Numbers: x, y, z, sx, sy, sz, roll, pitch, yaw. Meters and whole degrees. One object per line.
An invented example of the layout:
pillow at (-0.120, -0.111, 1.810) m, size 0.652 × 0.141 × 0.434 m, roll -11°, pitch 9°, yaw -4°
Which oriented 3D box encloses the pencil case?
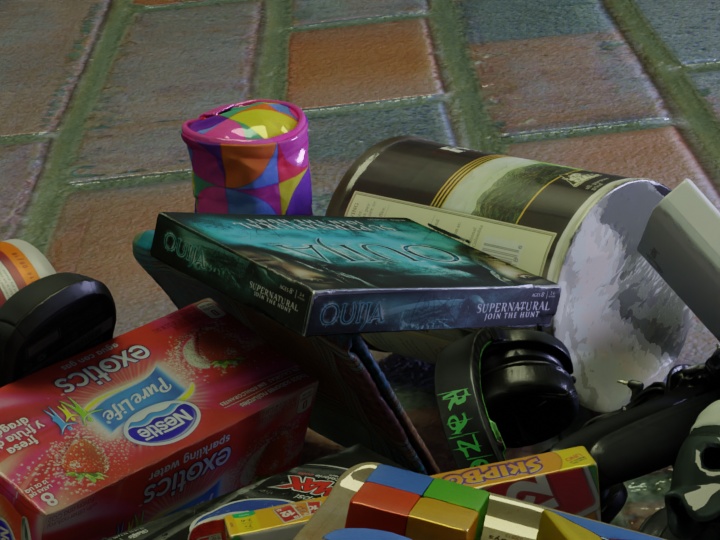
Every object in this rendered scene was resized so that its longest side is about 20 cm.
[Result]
pencil case at (-0.072, -0.011, 1.355) m, size 0.088 × 0.201 × 0.088 m, roll 1°, pitch 26°, yaw 0°

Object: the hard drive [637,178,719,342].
hard drive at (0.220, 0.046, 1.067) m, size 0.027 × 0.200 × 0.132 m, roll -40°, pitch -9°, yaw -3°

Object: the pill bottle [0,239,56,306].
pill bottle at (-0.291, 0.057, 1.342) m, size 0.200 × 0.113 × 0.113 m, roll -18°, pitch 23°, yaw -32°

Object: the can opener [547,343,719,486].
can opener at (0.169, 0.085, 1.110) m, size 0.063 × 0.079 × 0.200 m, roll -23°, pitch -9°, yaw 35°

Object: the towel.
towel at (-0.044, 0.053, 1.229) m, size 0.022 × 0.147 × 0.200 m, roll -46°, pitch 42°, yaw -17°

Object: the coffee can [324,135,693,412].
coffee can at (0.093, -0.001, 1.338) m, size 0.200 × 0.147 × 0.146 m, roll 14°, pitch 28°, yaw 43°

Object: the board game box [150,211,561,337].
board game box at (0.000, 0.000, 1.186) m, size 0.200 × 0.028 × 0.135 m, roll -1°, pitch 19°, yaw -45°

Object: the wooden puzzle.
wooden puzzle at (0.055, 0.135, 0.883) m, size 0.185 × 0.046 × 0.200 m, roll 14°, pitch 20°, yaw 11°

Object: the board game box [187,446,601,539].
board game box at (0.020, 0.150, 1.014) m, size 0.199 × 0.096 × 0.030 m, roll -9°, pitch 20°, yaw -8°

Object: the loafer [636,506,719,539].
loafer at (0.184, 0.137, 1.031) m, size 0.070 × 0.068 × 0.200 m, roll -17°, pitch 8°, yaw 32°

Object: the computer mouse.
computer mouse at (-0.198, 0.070, 1.173) m, size 0.140 × 0.200 × 0.046 m, roll -36°, pitch 68°, yaw -16°

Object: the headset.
headset at (0.108, 0.086, 1.129) m, size 0.094 × 0.124 × 0.200 m, roll -26°, pitch -13°, yaw 20°

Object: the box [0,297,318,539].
box at (-0.129, 0.106, 1.143) m, size 0.095 × 0.100 × 0.200 m, roll 36°, pitch 40°, yaw 29°

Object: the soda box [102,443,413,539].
soda box at (-0.060, 0.155, 1.060) m, size 0.200 × 0.071 × 0.063 m, roll -18°, pitch 24°, yaw -31°

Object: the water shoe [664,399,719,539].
water shoe at (0.233, 0.138, 0.979) m, size 0.200 × 0.072 × 0.079 m, roll 30°, pitch 65°, yaw 5°
